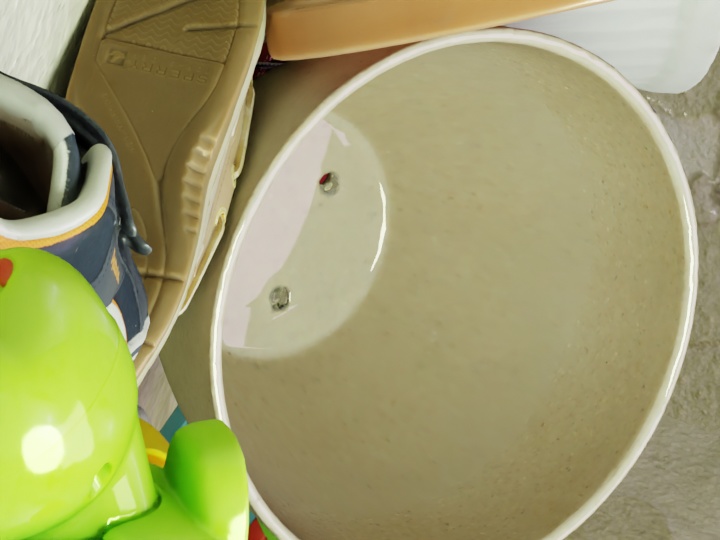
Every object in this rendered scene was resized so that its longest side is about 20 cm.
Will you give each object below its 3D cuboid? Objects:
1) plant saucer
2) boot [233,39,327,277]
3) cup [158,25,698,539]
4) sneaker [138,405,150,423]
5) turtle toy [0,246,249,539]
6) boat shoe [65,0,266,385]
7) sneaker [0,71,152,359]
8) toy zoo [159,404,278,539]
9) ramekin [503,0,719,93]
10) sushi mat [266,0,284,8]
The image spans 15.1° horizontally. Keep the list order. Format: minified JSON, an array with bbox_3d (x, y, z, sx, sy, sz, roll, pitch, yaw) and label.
[{"bbox_3d":[0.064,-0.106,0.898,0.200,0.200,0.032,-41,119,-74],"label":"plant saucer"},{"bbox_3d":[-0.030,-0.065,1.071,0.144,0.072,0.200,-54,168,-56],"label":"boot"},{"bbox_3d":[0.000,0.000,0.988,0.143,0.200,0.201,23,-89,55],"label":"cup"},{"bbox_3d":[-0.094,0.116,1.096,0.200,0.081,0.077,99,17,-57],"label":"sneaker"},{"bbox_3d":[-0.075,0.089,0.630,0.146,0.101,0.200,-134,-133,-60],"label":"turtle toy"},{"bbox_3d":[-0.077,-0.008,0.863,0.069,0.074,0.200,82,30,-65],"label":"boat shoe"},{"bbox_3d":[-0.093,-0.013,0.715,0.080,0.078,0.200,-63,172,9],"label":"sneaker"},{"bbox_3d":[-0.056,0.126,1.155,0.020,0.131,0.200,-12,154,-34],"label":"toy zoo"},{"bbox_3d":[0.077,-0.168,1.120,0.200,0.098,0.201,173,-90,-79],"label":"ramekin"},{"bbox_3d":[0.019,-0.129,0.970,0.200,0.012,0.096,-29,173,-4],"label":"sushi mat"}]
